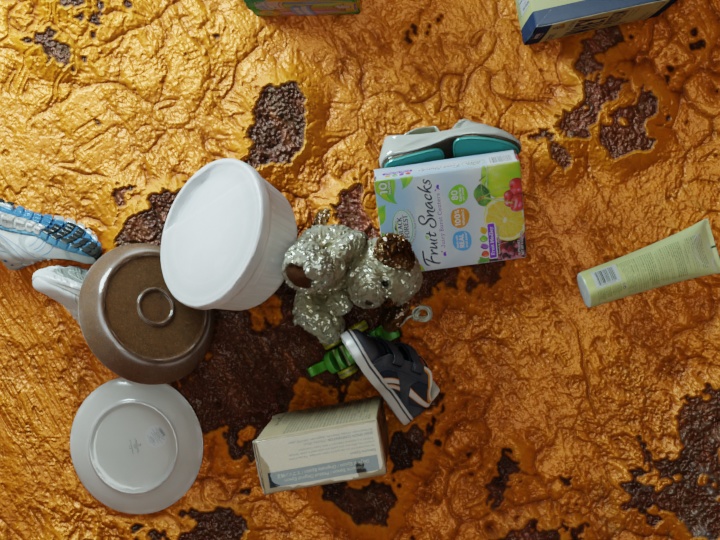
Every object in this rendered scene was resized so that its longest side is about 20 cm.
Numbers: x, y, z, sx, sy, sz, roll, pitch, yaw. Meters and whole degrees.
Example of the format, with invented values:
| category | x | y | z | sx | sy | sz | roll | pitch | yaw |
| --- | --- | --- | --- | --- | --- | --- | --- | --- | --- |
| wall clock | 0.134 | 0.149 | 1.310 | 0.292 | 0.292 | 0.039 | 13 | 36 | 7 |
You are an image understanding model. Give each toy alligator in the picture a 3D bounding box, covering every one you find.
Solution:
| category | x | y | z | sx | sy | sz | roll | pitch | yaw |
| --- | --- | --- | --- | --- | --- | --- | --- | --- | --- |
| toy alligator | 0.013 | 0.101 | 1.428 | 0.198 | 0.054 | 0.060 | -27 | 92 | 4 |

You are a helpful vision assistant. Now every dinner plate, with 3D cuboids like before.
| category | x | y | z | sx | sy | sz | roll | pitch | yaw |
| --- | --- | --- | --- | --- | --- | --- | --- | --- | --- |
| dinner plate | -0.326 | 0.254 | 1.468 | 0.196 | 0.024 | 0.204 | 0 | 93 | 2 |

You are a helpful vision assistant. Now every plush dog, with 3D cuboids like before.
| category | x | y | z | sx | sy | sz | roll | pitch | yaw |
| --- | --- | --- | --- | --- | --- | --- | --- | --- | --- |
| plush dog | 0.000 | 0.000 | 1.359 | 0.169 | 0.201 | 0.162 | 11 | 57 | 11 |

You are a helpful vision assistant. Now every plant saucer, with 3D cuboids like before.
| category | x | y | z | sx | sy | sz | roll | pitch | yaw |
| --- | --- | --- | --- | --- | --- | --- | --- | --- | --- |
| plant saucer | -0.284 | 0.053 | 1.389 | 0.198 | 0.034 | 0.204 | 13 | 65 | -28 |

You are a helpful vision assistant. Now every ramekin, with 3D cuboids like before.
| category | x | y | z | sx | sy | sz | roll | pitch | yaw |
| --- | --- | --- | --- | --- | --- | --- | --- | --- | --- |
| ramekin | -0.171 | -0.040 | 1.371 | 0.200 | 0.094 | 0.206 | -14 | 67 | 37 |

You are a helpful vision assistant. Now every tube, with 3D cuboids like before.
| category | x | y | z | sx | sy | sz | roll | pitch | yaw |
| --- | --- | --- | --- | --- | --- | --- | --- | --- | --- |
| tube | 0.401 | -0.002 | 1.411 | 0.197 | 0.052 | 0.058 | -20 | 133 | 0 |

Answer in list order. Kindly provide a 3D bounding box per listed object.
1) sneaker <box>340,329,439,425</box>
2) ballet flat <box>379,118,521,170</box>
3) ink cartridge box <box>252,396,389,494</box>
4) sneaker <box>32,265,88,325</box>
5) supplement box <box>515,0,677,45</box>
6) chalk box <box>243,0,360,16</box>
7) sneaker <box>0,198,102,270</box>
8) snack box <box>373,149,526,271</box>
| category | x | y | z | sx | sy | sz | roll | pitch | yaw |
| --- | --- | --- | --- | --- | --- | --- | --- | --- | --- |
| sneaker | 0.043 | 0.128 | 1.382 | 0.079 | 0.079 | 0.201 | -36 | 136 | 0 |
| ballet flat | 0.121 | -0.177 | 1.406 | 0.196 | 0.069 | 0.071 | -8 | 93 | 3 |
| ink cartridge box | -0.046 | 0.231 | 1.364 | 0.162 | 0.200 | 0.076 | -11 | 92 | 4 |
| sneaker | -0.370 | 0.064 | 1.420 | 0.198 | 0.078 | 0.100 | 24 | 104 | -14 |
| supplement box | 0.299 | -0.428 | 1.347 | 0.197 | 0.134 | 0.203 | -11 | 92 | 3 |
| chalk box | -0.101 | -0.416 | 1.374 | 0.196 | 0.124 | 0.127 | 0 | 94 | 4 |
| sneaker | -0.464 | -0.036 | 1.444 | 0.197 | 0.075 | 0.088 | 18 | 111 | 2 |
| snack box | 0.124 | -0.078 | 1.393 | 0.196 | 0.053 | 0.144 | -7 | 113 | 3 |
